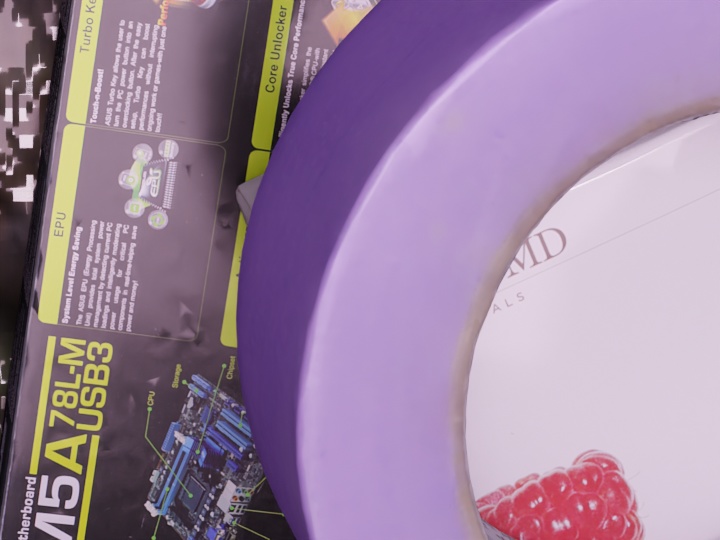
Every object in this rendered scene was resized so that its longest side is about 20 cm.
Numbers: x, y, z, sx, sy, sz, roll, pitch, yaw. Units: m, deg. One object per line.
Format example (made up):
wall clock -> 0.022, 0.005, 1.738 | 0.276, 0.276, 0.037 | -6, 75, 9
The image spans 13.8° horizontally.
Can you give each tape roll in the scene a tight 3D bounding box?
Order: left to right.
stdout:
tape roll -> 0.076, 0.019, 0.672 | 0.199, 0.085, 0.201 | -3, 104, -11

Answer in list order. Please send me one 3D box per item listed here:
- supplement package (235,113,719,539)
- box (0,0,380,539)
supplement package -> 0.064, 0.055, 0.794 | 0.121, 0.120, 0.201 | -25, 108, -3
box -> 0.000, 0.000, 0.855 | 0.192, 0.048, 0.201 | 7, 104, -8
